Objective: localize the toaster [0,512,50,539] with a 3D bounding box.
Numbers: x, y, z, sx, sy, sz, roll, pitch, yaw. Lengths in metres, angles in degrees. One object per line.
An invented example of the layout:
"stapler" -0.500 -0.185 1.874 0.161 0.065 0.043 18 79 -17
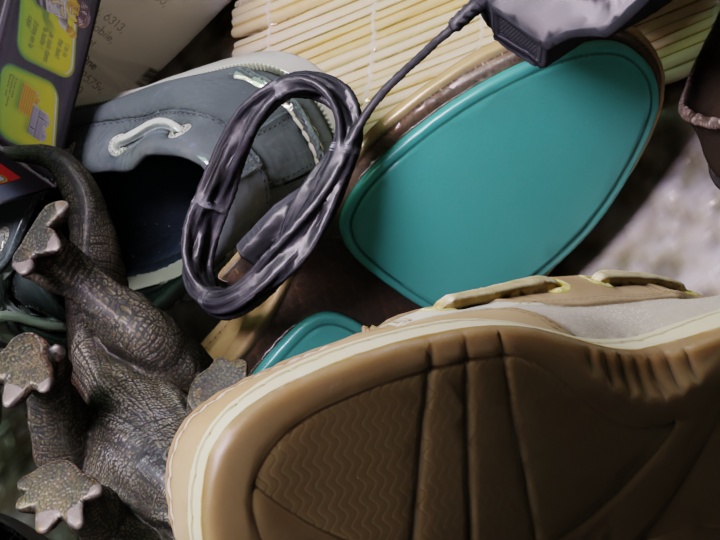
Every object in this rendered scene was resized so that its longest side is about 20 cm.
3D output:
"toaster" -0.126 0.130 0.738 0.200 0.113 0.130 24 93 58

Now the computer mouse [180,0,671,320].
"computer mouse" 0.028 -0.057 0.715 0.200 0.034 0.059 -41 67 21

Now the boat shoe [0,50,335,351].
"boat shoe" -0.091 -0.011 0.833 0.199 0.073 0.062 -19 13 37

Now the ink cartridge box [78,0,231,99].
"ink cartridge box" -0.102 -0.109 0.925 0.200 0.067 0.116 -43 39 12

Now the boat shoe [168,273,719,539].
"boat shoe" 0.033 0.040 0.620 0.066 0.199 0.075 11 101 49

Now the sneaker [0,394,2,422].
"sneaker" -0.131 -0.007 0.760 0.200 0.074 0.107 -152 61 -71

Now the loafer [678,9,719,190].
"loafer" 0.128 -0.114 0.703 0.201 0.071 0.073 -63 26 -4

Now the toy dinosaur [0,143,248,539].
"toy dinosaur" -0.051 0.046 0.702 0.077 0.102 0.200 -42 52 -11

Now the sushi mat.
"sushi mat" 0.035 -0.073 0.822 0.199 0.012 0.096 -19 53 33

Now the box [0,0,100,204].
"box" -0.121 -0.107 0.860 0.110 0.035 0.201 -15 53 38

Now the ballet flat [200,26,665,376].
"ballet flat" 0.000 0.000 0.770 0.200 0.069 0.063 -46 25 7
